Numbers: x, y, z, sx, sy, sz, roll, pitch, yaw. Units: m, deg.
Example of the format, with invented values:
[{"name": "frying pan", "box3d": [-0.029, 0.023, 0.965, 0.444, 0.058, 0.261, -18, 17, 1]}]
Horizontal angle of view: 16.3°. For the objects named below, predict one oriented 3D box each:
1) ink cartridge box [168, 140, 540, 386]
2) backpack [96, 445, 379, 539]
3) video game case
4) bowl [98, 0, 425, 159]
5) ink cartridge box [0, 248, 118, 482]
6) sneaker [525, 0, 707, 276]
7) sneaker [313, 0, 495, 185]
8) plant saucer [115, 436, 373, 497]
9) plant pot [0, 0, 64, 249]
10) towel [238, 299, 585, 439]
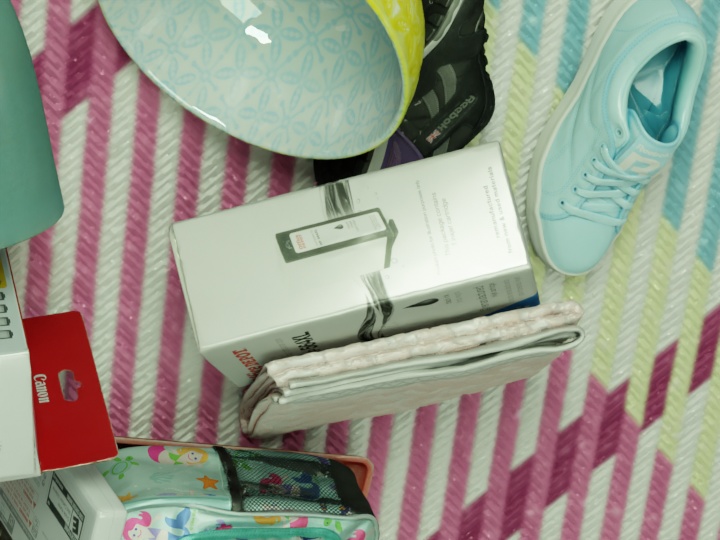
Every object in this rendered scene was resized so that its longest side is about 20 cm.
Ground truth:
[{"name": "ink cartridge box", "box3d": [0.000, 0.000, 1.505, 0.200, 0.146, 0.084, -15, 78, 4]}, {"name": "backpack", "box3d": [-0.100, 0.202, 1.570, 0.200, 0.151, 0.178, 10, 115, -14]}, {"name": "video game case", "box3d": [-0.204, 0.171, 1.531, 0.023, 0.200, 0.182, 2, 116, -31]}, {"name": "bowl", "box3d": [-0.040, -0.169, 1.441, 0.200, 0.200, 0.108, 51, 53, -29]}, {"name": "ink cartridge box", "box3d": [-0.239, 0.042, 1.455, 0.175, 0.200, 0.084, -7, 117, -11]}, {"name": "sneaker", "box3d": [0.159, -0.078, 1.568, 0.074, 0.082, 0.200, 8, 114, -18]}, {"name": "sneaker", "box3d": [0.047, -0.126, 1.528, 0.087, 0.076, 0.200, 6, 125, -34]}, {"name": "plant saucer", "box3d": [-0.109, 0.194, 1.661, 0.200, 0.037, 0.200, 5, 114, -18]}, {"name": "plant pot", "box3d": [-0.270, -0.101, 1.384, 0.200, 0.201, 0.161, -7, 107, -11]}, {"name": "towel", "box3d": [0.030, 0.064, 1.561, 0.200, 0.191, 0.032, -11, 82, -9]}]
